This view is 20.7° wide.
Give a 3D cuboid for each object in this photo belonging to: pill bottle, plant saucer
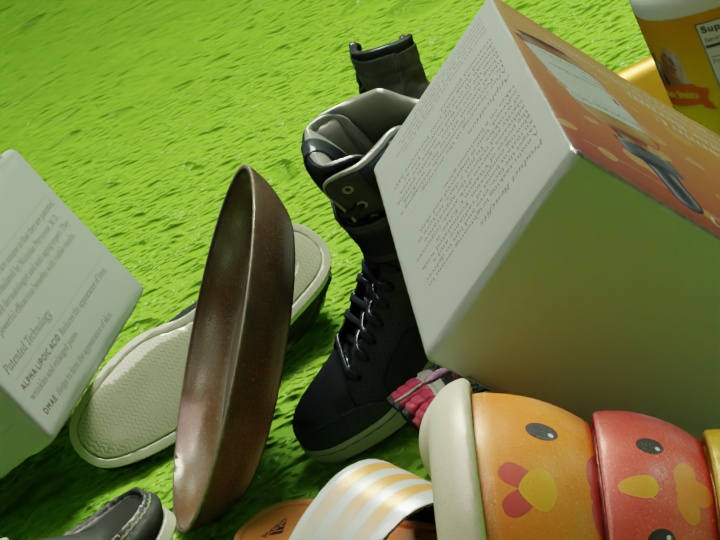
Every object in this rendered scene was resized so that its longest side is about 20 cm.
[{"bbox_3d":[0.209,-0.117,1.028,0.108,0.201,0.109,-23,19,9],"label":"pill bottle"},{"bbox_3d":[-0.067,0.044,1.066,0.032,0.202,0.200,9,16,-11],"label":"plant saucer"}]

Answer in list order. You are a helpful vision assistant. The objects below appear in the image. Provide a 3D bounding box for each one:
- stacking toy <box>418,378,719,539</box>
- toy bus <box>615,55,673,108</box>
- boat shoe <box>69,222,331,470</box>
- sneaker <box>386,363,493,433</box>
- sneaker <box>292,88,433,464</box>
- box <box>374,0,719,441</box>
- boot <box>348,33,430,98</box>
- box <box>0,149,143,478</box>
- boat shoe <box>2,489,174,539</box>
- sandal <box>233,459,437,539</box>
[{"bbox_3d":[0.127,0.102,0.745,0.198,0.147,0.146,-9,22,4],"label":"stacking toy"},{"bbox_3d":[0.167,-0.084,1.159,0.199,0.066,0.078,-25,-13,6],"label":"toy bus"},{"bbox_3d":[-0.095,0.057,1.221,0.200,0.072,0.068,-42,-15,-19],"label":"boat shoe"},{"bbox_3d":[0.074,0.068,0.904,0.075,0.081,0.200,-44,22,-4],"label":"sneaker"},{"bbox_3d":[0.000,-0.001,1.028,0.202,0.146,0.077,-47,33,13],"label":"sneaker"},{"bbox_3d":[0.105,-0.014,0.875,0.107,0.151,0.200,-55,20,18],"label":"box"},{"bbox_3d":[0.031,-0.075,1.192,0.069,0.133,0.200,-18,-3,-8],"label":"boot"},{"bbox_3d":[-0.267,0.061,1.230,0.198,0.131,0.200,-38,14,26],"label":"box"},{"bbox_3d":[-0.180,0.169,1.002,0.199,0.068,0.072,-35,19,-24],"label":"boat shoe"},{"bbox_3d":[-0.010,0.123,0.924,0.079,0.060,0.206,-39,23,-29],"label":"sandal"}]
